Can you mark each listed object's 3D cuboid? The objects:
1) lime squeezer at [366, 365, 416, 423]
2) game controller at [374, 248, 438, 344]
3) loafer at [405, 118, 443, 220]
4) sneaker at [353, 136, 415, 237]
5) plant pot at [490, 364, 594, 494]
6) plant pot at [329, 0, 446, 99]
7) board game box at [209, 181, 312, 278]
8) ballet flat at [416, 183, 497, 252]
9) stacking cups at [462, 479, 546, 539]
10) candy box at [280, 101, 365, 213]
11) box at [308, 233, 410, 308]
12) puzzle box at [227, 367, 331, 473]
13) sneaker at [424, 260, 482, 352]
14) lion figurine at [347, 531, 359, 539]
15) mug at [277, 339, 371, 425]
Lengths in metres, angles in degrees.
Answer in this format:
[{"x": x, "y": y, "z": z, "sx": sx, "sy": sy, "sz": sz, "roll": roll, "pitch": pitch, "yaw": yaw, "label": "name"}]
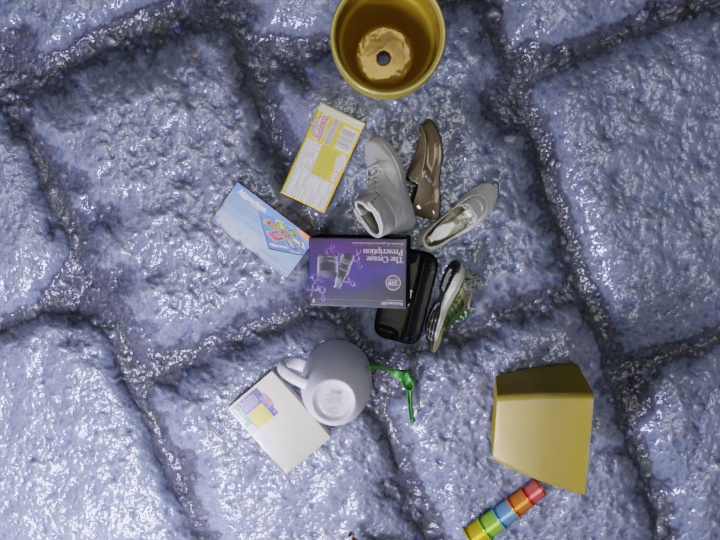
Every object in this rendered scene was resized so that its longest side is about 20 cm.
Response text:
[{"x": 0.078, "y": 0.237, "z": 1.232, "sx": 0.071, "sy": 0.038, "sz": 0.200, "roll": -44, "pitch": 123, "yaw": -13, "label": "lime squeezer"}, {"x": 0.095, "y": 0.054, "z": 1.227, "sx": 0.104, "sy": 0.042, "sz": 0.201, "roll": 15, "pitch": 98, "yaw": 13, "label": "game controller"}, {"x": 0.126, "y": -0.200, "z": 1.165, "sx": 0.067, "sy": 0.076, "sz": 0.202, "roll": -4, "pitch": 98, "yaw": -5, "label": "loafer"}, {"x": 0.031, "y": -0.164, "z": 1.141, "sx": 0.115, "sy": 0.073, "sz": 0.201, "roll": -19, "pitch": 88, "yaw": -41, "label": "sneaker"}, {"x": 0.361, "y": 0.307, "z": 1.189, "sx": 0.175, "sy": 0.200, "sz": 0.202, "roll": 4, "pitch": 99, "yaw": 12, "label": "plant pot"}, {"x": 0.047, "y": -0.413, "z": 1.077, "sx": 0.199, "sy": 0.189, "sz": 0.202, "roll": 0, "pitch": 98, "yaw": 0, "label": "plant pot"}, {"x": -0.204, "y": -0.084, "z": 1.212, "sx": 0.200, "sy": 0.019, "sz": 0.103, "roll": 37, "pitch": 98, "yaw": -5, "label": "board game box"}, {"x": 0.202, "y": -0.104, "z": 1.184, "sx": 0.200, "sy": 0.069, "sz": 0.070, "roll": -37, "pitch": 97, "yaw": 5, "label": "ballet flat"}, {"x": 0.324, "y": 0.540, "z": 1.286, "sx": 0.199, "sy": 0.061, "sz": 0.061, "roll": -36, "pitch": 97, "yaw": 2, "label": "stacking cups"}, {"x": -0.077, "y": -0.229, "z": 1.187, "sx": 0.102, "sy": 0.026, "sz": 0.201, "roll": 26, "pitch": 97, "yaw": -1, "label": "candy box"}, {"x": 0.000, "y": 0.000, "z": 1.178, "sx": 0.198, "sy": 0.079, "sz": 0.142, "roll": 1, "pitch": 100, "yaw": 11, "label": "box"}, {"x": -0.176, "y": 0.329, "z": 1.270, "sx": 0.133, "sy": 0.025, "sz": 0.200, "roll": -39, "pitch": 96, "yaw": 6, "label": "puzzle box"}, {"x": 0.199, "y": 0.085, "z": 1.212, "sx": 0.088, "sy": 0.077, "sz": 0.201, "roll": 18, "pitch": 100, "yaw": -11, "label": "sneaker"}, {"x": -0.022, "y": 0.667, "z": 1.305, "sx": 0.199, "sy": 0.073, "sz": 0.123, "roll": -34, "pitch": 110, "yaw": 19, "label": "lion figurine"}, {"x": -0.074, "y": 0.225, "z": 1.178, "sx": 0.199, "sy": 0.175, "sz": 0.149, "roll": 22, "pitch": 98, "yaw": -3, "label": "mug"}]
